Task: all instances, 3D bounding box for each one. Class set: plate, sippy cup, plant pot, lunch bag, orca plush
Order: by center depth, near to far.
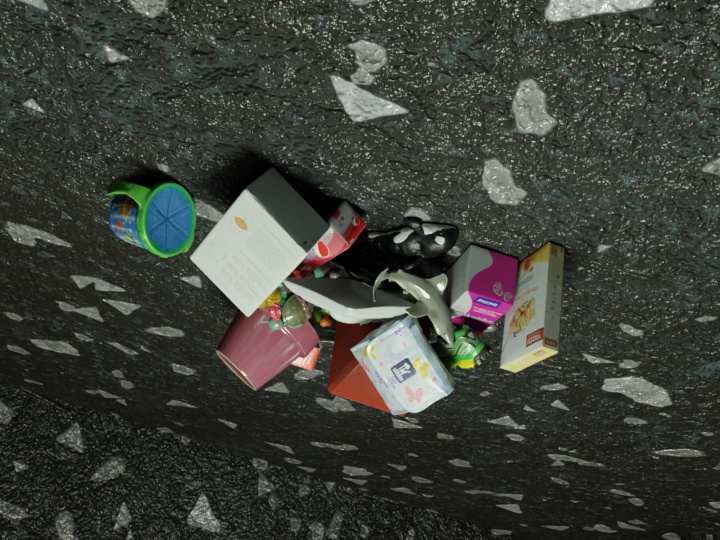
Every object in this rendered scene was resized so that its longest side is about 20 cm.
[{"bbox_3d":[0.082,-0.041,1.510,0.195,0.073,0.106,6,153,13],"label":"orca plush"},{"bbox_3d":[-0.021,0.054,1.551,0.197,0.033,0.197,22,-167,42],"label":"plate"},{"bbox_3d":[-0.403,-0.101,1.554,0.128,0.139,0.182,7,117,35],"label":"sippy cup"},{"bbox_3d":[0.086,0.183,1.608,0.172,0.126,0.199,57,153,-2],"label":"lunch bag"},{"bbox_3d":[0.057,0.174,1.822,0.196,0.204,0.177,19,143,-15],"label":"plant pot"},{"bbox_3d":[-0.218,0.155,1.823,0.199,0.179,0.201,39,164,13],"label":"plant pot"}]

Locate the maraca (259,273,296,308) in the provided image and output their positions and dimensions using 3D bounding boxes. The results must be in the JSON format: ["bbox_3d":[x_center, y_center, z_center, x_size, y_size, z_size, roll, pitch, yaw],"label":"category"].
[{"bbox_3d":[-0.184,0.007,1.692,0.197,0.109,0.137,-29,143,16],"label":"maraca"}]

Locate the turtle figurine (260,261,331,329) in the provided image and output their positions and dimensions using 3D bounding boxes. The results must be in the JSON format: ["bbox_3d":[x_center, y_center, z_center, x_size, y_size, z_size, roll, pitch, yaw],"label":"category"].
[{"bbox_3d":[-0.132,0.064,1.639,0.100,0.198,0.152,33,148,40],"label":"turtle figurine"}]

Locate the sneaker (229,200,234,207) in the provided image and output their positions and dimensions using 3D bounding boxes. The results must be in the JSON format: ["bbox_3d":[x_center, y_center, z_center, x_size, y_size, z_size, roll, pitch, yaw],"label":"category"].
[{"bbox_3d":[-0.193,-0.083,1.538,0.114,0.082,0.197,27,152,-32],"label":"sneaker"}]

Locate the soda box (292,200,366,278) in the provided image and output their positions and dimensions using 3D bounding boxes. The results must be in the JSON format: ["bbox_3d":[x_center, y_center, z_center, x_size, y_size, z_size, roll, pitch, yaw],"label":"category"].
[{"bbox_3d":[-0.074,-0.054,1.536,0.063,0.070,0.199,45,145,-11],"label":"soda box"}]

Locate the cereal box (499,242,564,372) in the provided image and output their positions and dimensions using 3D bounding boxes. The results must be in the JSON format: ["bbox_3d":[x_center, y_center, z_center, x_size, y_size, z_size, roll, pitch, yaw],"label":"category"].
[{"bbox_3d":[0.310,0.069,1.479,0.039,0.204,0.144,18,153,-15],"label":"cereal box"}]

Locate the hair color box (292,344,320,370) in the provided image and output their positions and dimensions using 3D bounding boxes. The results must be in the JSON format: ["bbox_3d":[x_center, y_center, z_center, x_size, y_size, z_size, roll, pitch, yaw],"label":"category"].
[{"bbox_3d":[-0.203,0.172,2.005,0.196,0.065,0.111,20,-169,-13],"label":"hair color box"}]

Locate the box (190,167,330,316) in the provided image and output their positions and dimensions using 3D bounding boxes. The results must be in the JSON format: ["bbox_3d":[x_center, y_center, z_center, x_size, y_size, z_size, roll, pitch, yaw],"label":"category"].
[{"bbox_3d":[-0.177,-0.049,1.441,0.152,0.107,0.200,45,125,-4],"label":"box"}]

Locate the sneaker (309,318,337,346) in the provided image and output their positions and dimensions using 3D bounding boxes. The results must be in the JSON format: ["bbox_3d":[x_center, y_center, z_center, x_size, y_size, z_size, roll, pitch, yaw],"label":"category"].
[{"bbox_3d":[-0.108,0.153,1.976,0.195,0.078,0.088,10,160,5],"label":"sneaker"}]

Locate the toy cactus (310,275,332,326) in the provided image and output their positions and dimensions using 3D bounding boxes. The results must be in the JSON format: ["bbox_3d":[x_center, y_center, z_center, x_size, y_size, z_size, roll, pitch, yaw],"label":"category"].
[{"bbox_3d":[-0.118,0.064,1.798,0.162,0.104,0.200,22,162,2],"label":"toy cactus"}]

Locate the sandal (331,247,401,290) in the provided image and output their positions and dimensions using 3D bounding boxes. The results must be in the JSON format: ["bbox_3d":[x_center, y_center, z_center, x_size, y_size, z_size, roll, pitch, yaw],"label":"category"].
[{"bbox_3d":[-0.001,0.000,1.658,0.197,0.044,0.076,26,151,-25],"label":"sandal"}]

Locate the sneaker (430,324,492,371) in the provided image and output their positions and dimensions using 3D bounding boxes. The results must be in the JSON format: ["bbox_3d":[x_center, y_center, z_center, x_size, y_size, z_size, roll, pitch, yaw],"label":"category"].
[{"bbox_3d":[0.180,0.145,1.624,0.086,0.078,0.199,54,151,-6],"label":"sneaker"}]

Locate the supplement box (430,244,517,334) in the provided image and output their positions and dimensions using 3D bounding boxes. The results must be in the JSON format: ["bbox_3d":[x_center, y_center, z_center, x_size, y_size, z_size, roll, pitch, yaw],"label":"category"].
[{"bbox_3d":[0.217,0.046,1.589,0.099,0.106,0.201,15,152,-9],"label":"supplement box"}]

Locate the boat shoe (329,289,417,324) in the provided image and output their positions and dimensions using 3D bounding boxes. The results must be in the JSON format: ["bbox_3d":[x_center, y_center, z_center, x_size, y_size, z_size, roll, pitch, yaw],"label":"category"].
[{"bbox_3d":[0.035,0.077,1.698,0.196,0.077,0.086,1,-179,-8],"label":"boat shoe"}]

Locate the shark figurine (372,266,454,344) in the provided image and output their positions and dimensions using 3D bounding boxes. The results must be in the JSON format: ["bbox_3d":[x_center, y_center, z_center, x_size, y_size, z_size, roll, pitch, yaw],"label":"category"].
[{"bbox_3d":[0.113,0.027,1.514,0.213,0.130,0.089,35,129,-26],"label":"shark figurine"}]
